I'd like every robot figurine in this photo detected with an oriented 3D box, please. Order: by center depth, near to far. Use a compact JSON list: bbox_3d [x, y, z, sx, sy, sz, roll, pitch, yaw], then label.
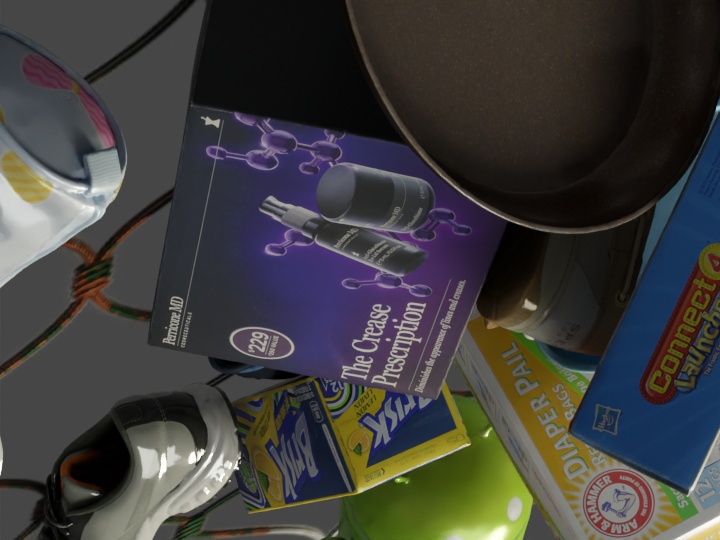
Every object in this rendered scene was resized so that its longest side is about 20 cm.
[{"bbox_3d":[0.045,0.151,1.558,0.175,0.116,0.200,-32,158,-20],"label":"robot figurine"}]

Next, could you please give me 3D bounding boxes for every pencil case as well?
[{"bbox_3d":[-0.182,-0.007,0.998,0.200,0.091,0.083,-42,154,24],"label":"pencil case"}]

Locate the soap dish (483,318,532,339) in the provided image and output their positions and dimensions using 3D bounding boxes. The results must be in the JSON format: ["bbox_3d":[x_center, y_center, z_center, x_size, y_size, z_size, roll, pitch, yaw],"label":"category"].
[{"bbox_3d":[0.156,-0.055,1.316,0.200,0.081,0.157,-21,155,-20],"label":"soap dish"}]

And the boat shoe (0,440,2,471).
[{"bbox_3d":[-0.250,0.128,1.213,0.200,0.076,0.060,-45,159,29],"label":"boat shoe"}]

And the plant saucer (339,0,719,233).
[{"bbox_3d":[0.063,-0.111,0.982,0.200,0.200,0.032,-11,180,-38],"label":"plant saucer"}]

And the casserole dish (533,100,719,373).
[{"bbox_3d":[0.155,-0.025,1.203,0.200,0.121,0.039,-15,-169,-6],"label":"casserole dish"}]

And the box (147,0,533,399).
[{"bbox_3d":[-0.011,-0.032,1.090,0.141,0.079,0.200,13,148,-2],"label":"box"}]

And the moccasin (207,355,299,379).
[{"bbox_3d":[0.000,0.000,1.238,0.068,0.080,0.200,-19,156,-53],"label":"moccasin"}]

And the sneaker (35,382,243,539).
[{"bbox_3d":[-0.146,0.131,1.364,0.079,0.074,0.200,6,133,-40],"label":"sneaker"}]

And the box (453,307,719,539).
[{"bbox_3d":[0.136,0.081,1.415,0.112,0.200,0.101,-28,157,-4],"label":"box"}]

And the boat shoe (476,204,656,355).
[{"bbox_3d":[0.113,-0.053,1.138,0.069,0.200,0.074,29,160,-23],"label":"boat shoe"}]

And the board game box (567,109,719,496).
[{"bbox_3d":[0.158,-0.006,1.078,0.200,0.056,0.196,-64,172,-1],"label":"board game box"}]

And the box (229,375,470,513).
[{"bbox_3d":[-0.015,0.083,1.325,0.070,0.064,0.200,-22,178,-20],"label":"box"}]
